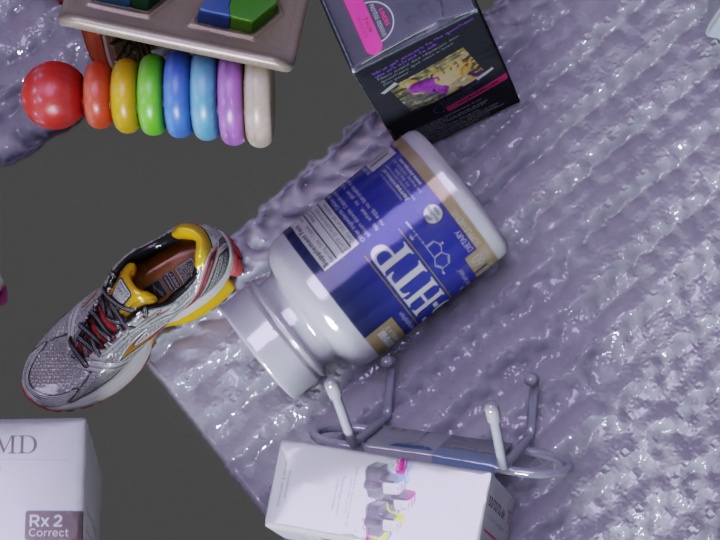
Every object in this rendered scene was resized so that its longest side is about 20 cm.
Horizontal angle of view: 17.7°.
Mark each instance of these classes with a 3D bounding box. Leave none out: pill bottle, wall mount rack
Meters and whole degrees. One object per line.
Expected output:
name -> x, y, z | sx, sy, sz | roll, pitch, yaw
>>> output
pill bottle -> 0.000, 0.000, 1.744 | 0.200, 0.120, 0.120 | -39, 70, 1
wall mount rack -> 0.053, 0.106, 1.674 | 0.199, 0.174, 0.075 | 7, 99, 14

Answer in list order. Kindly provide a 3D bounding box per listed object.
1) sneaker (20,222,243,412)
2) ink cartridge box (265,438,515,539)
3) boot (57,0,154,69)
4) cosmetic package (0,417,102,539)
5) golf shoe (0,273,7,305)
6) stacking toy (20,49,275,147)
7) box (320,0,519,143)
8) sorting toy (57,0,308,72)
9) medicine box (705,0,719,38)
sneaker -> -0.187, 0.029, 1.799 | 0.200, 0.082, 0.078 | -42, 70, 0
ink cartridge box -> 0.043, 0.179, 1.686 | 0.199, 0.115, 0.068 | 8, 77, 14
boot -> -0.232, -0.239, 1.900 | 0.107, 0.075, 0.201 | -21, 73, 24
cosmetic package -> -0.277, 0.223, 1.700 | 0.164, 0.165, 0.201 | 0, 71, -3
golf shoe -> -0.362, 0.057, 1.837 | 0.091, 0.075, 0.200 | 37, 86, 16
stacking toy -> -0.168, -0.139, 1.821 | 0.199, 0.085, 0.086 | 0, 74, 1
box -> 0.037, -0.186, 1.745 | 0.106, 0.200, 0.123 | -25, 70, 4
sorting toy -> -0.128, -0.246, 1.820 | 0.184, 0.037, 0.200 | 11, 49, -1
medicine box -> 0.368, -0.260, 1.716 | 0.199, 0.103, 0.183 | 8, 76, -4
